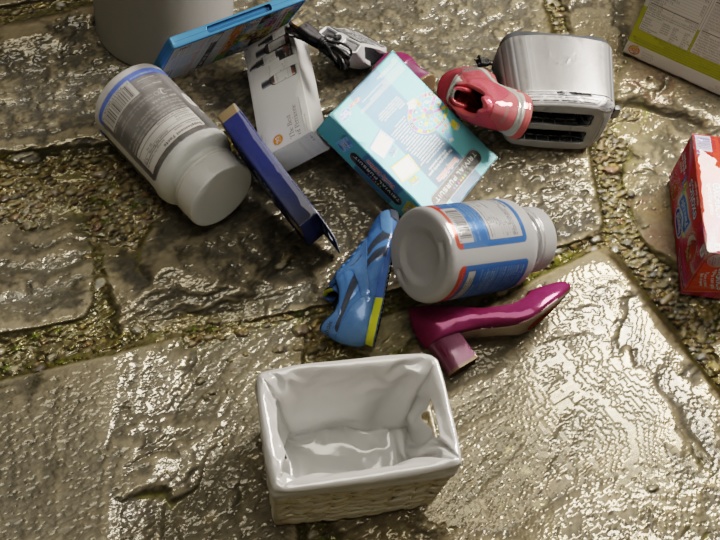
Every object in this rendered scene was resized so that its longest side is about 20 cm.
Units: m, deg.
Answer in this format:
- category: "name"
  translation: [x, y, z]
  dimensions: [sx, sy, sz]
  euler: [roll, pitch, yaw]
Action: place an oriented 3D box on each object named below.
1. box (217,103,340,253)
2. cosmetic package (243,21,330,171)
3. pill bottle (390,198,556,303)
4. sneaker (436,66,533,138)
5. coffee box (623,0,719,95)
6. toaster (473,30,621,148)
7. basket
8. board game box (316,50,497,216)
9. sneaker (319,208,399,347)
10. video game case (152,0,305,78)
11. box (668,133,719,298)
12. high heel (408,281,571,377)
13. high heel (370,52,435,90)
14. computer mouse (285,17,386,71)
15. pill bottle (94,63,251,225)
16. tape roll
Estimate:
- category: "box"
  translation: [-0.097, -0.100, 1.281]
  dimensions: [0.032, 0.121, 0.201]
  euler: [-38, 81, -4]
- category: "cosmetic package"
  translation: [-0.102, -0.232, 1.412]
  dimensions: [0.082, 0.051, 0.202]
  euler: [-27, 54, 20]
- category: "pill bottle"
  translation: [0.142, -0.027, 1.268]
  dimensions: [0.198, 0.113, 0.113]
  euler: [-7, 53, -39]
- category: "sneaker"
  translation: [0.146, -0.237, 1.409]
  dimensions: [0.086, 0.075, 0.200]
  euler: [10, 15, -31]
- category: "coffee box"
  translation: [0.538, -0.412, 1.561]
  dimensions: [0.198, 0.199, 0.201]
  euler: [26, 55, 11]
- category: "toaster"
  translation: [0.260, -0.249, 1.461]
  dimensions: [0.197, 0.114, 0.131]
  euler: [3, 57, -8]
- category: "basket"
  translation: [-0.009, 0.182, 1.113]
  dimensions: [0.197, 0.124, 0.137]
  euler: [-5, 56, -11]
- category: "board game box"
  translation: [0.062, -0.163, 1.370]
  dimensions: [0.200, 0.047, 0.151]
  euler: [45, 58, -5]
- category: "sneaker"
  translation: [0.000, 0.000, 1.278]
  dimensions: [0.077, 0.066, 0.202]
  euler: [11, 54, 5]
- category: "video game case"
  translation: [-0.179, -0.308, 1.399]
  dimensions: [0.198, 0.143, 0.018]
  euler: [-27, 91, -24]
- category: "box"
  translation: [0.470, -0.069, 1.374]
  dimensions: [0.098, 0.096, 0.202]
  euler: [7, 55, -2]
- category: "high heel"
  translation: [0.157, 0.040, 1.267]
  dimensions: [0.198, 0.068, 0.097]
  euler: [-28, 74, -21]
- category: "high heel"
  translation: [0.004, -0.241, 1.454]
  dimensions: [0.199, 0.068, 0.096]
  euler: [-37, 51, -21]
- category: "computer mouse"
  translation: [-0.023, -0.304, 1.458]
  dimensions: [0.109, 0.044, 0.199]
  euler: [31, 18, 19]
- category: "pill bottle"
  translation: [-0.233, -0.156, 1.323]
  dimensions: [0.113, 0.114, 0.200]
  euler: [-33, 66, -27]
- category: "tape roll"
  translation: [-0.275, -0.398, 1.470]
  dimensions: [0.199, 0.140, 0.205]
  euler: [3, 55, -5]
